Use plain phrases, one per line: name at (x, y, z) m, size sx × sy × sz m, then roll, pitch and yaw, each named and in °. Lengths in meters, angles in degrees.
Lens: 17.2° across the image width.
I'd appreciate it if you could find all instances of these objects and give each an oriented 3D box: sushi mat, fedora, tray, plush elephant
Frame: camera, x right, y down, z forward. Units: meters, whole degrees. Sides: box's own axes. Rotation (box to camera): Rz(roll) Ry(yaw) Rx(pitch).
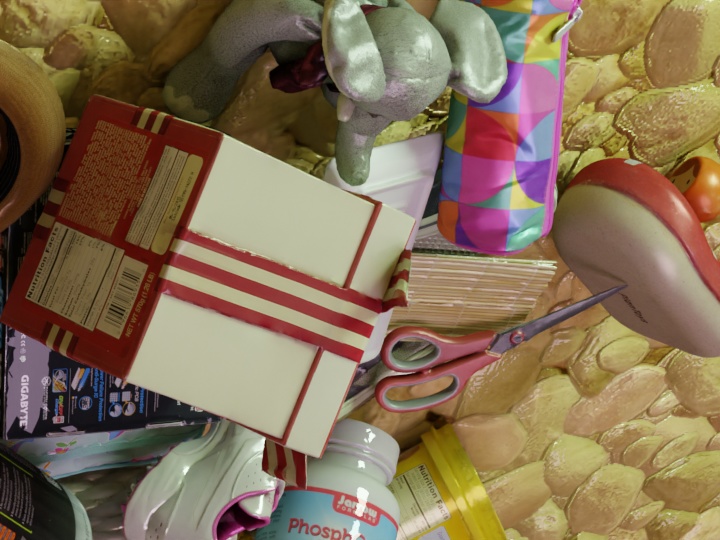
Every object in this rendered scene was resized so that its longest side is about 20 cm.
sushi mat at (0.040, 0.020, 1.727) m, size 0.199 × 0.012 × 0.096 m, roll 3°, pitch 140°, yaw -23°
fedora at (-0.279, -0.089, 1.439) m, size 0.200 × 0.082 × 0.201 m, roll -16°, pitch 138°, yaw -15°
tray at (0.000, 0.000, 1.635) m, size 0.107 × 0.022 × 0.201 m, roll -17°, pitch 137°, yaw -40°
plush elephant at (-0.002, -0.133, 1.505) m, size 0.164 × 0.155 × 0.200 m, roll 4°, pitch 131°, yaw -35°

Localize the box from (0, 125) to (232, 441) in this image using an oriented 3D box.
box at (-0.167, 0.007, 1.567) m, size 0.158 × 0.046 × 0.201 m, roll -4°, pitch 103°, yaw -29°

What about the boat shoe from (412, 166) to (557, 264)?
boat shoe at (0.045, -0.037, 1.717) m, size 0.199 × 0.063 × 0.075 m, roll -24°, pitch 145°, yaw 11°

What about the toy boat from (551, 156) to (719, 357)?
toy boat at (0.238, -0.030, 1.818) m, size 0.131 × 0.130 × 0.200 m, roll -60°, pitch 142°, yaw -11°

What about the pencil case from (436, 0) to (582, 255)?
pencil case at (0.100, -0.112, 1.601) m, size 0.088 × 0.088 × 0.201 m, roll -6°, pitch 116°, yaw -27°

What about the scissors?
scissors at (0.105, 0.058, 1.765) m, size 0.199 × 0.014 × 0.074 m, roll -13°, pitch 120°, yaw -9°

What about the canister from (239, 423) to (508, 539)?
canister at (0.013, 0.227, 1.959) m, size 0.199 × 0.087 × 0.149 m, roll -27°, pitch 142°, yaw -1°

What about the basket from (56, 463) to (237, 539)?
basket at (-0.198, 0.200, 1.763) m, size 0.199 × 0.136 × 0.124 m, roll -9°, pitch 133°, yaw -24°

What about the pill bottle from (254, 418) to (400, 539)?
pill bottle at (-0.030, 0.220, 1.828) m, size 0.108 × 0.201 × 0.109 m, roll 11°, pitch 155°, yaw 5°

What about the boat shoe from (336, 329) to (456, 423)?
boat shoe at (-0.012, 0.067, 1.788) m, size 0.200 × 0.072 × 0.066 m, roll -28°, pitch 109°, yaw -11°

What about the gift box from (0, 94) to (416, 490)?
gift box at (-0.083, 0.015, 1.472) m, size 0.186 × 0.200 × 0.185 m, roll 23°, pitch 92°, yaw -40°

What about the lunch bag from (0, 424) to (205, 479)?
lunch bag at (-0.191, 0.078, 1.677) m, size 0.199 × 0.077 × 0.161 m, roll -6°, pitch 135°, yaw -26°

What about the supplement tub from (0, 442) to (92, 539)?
supplement tub at (-0.276, 0.160, 1.565) m, size 0.122 × 0.123 × 0.200 m, roll -36°, pitch 140°, yaw 8°

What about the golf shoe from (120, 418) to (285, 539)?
golf shoe at (-0.078, 0.133, 1.687) m, size 0.200 × 0.091 × 0.075 m, roll -49°, pitch 155°, yaw -18°
